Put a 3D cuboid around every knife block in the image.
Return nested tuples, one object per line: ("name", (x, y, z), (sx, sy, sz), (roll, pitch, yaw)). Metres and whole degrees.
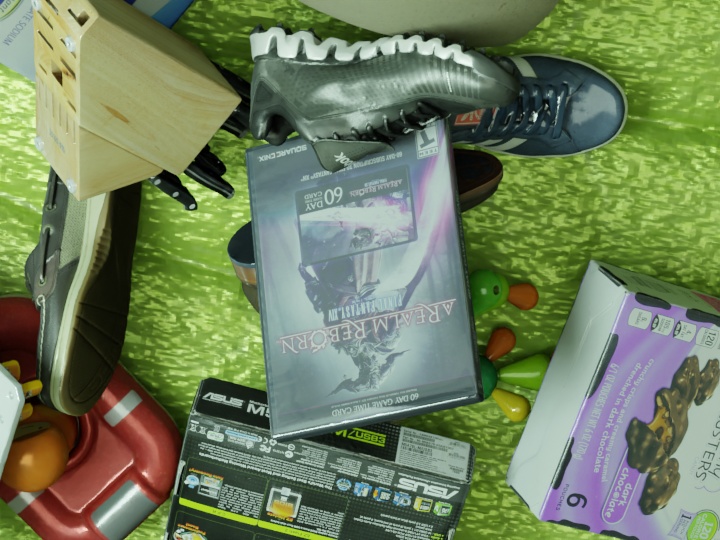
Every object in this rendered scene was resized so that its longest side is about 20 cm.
("knife block", (-0.122, -0.124, 1.256), (0.175, 0.064, 0.201), (-23, 142, -27))

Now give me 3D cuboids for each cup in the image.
("cup", (0.060, -0.225, 1.239), (0.143, 0.200, 0.201), (32, 103, -27))

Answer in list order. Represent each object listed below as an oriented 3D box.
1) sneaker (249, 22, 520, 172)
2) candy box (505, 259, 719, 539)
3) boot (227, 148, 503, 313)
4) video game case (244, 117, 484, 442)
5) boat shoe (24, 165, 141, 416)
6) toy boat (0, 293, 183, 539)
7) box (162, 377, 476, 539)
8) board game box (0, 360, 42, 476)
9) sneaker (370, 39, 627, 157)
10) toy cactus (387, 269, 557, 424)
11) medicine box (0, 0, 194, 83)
("sneaker", (0.009, -0.104, 1.224), (0.199, 0.066, 0.091), (8, 83, 31))
("candy box", (0.224, 0.103, 1.321), (0.199, 0.072, 0.168), (15, 103, -20))
("boot", (0.011, -0.014, 1.348), (0.199, 0.075, 0.097), (-20, 128, -5))
("video game case", (0.000, 0.000, 1.243), (0.142, 0.019, 0.201), (-13, 70, 19))
("boat shoe", (-0.197, 0.003, 1.324), (0.064, 0.073, 0.201), (1, 66, 20))
("toy boat", (-0.223, 0.113, 1.340), (0.130, 0.131, 0.200), (-43, 97, 10))
("box", (-0.036, 0.181, 1.357), (0.199, 0.048, 0.194), (14, 128, 0))
("board game box", (-0.304, 0.098, 1.316), (0.200, 0.026, 0.201), (41, 125, 29))
("sneaker", (0.083, -0.111, 1.301), (0.199, 0.085, 0.075), (5, 103, 1))
("toy cactus", (0.049, 0.067, 1.325), (0.199, 0.103, 0.165), (15, 130, -42))
("medicine box", (-0.197, -0.228, 1.229), (0.182, 0.103, 0.200), (-48, 139, 11))
